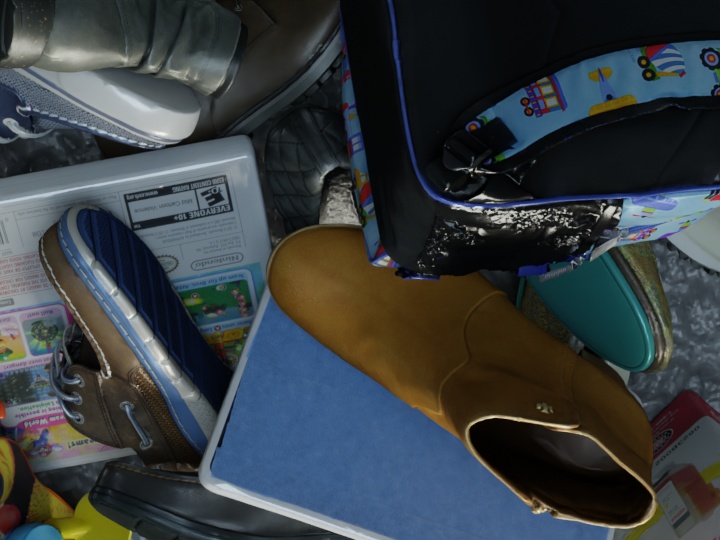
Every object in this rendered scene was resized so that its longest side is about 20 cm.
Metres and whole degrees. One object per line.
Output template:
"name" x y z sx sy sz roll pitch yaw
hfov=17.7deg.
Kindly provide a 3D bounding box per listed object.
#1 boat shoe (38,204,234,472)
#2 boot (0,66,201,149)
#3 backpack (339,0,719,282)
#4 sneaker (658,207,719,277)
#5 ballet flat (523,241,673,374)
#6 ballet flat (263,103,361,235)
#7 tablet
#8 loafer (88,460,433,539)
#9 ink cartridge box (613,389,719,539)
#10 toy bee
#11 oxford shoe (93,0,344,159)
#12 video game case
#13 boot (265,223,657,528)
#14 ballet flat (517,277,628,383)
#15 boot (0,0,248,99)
"boat shoe" -0.114 0.052 1.142 0.072 0.072 0.200 -23 129 11
"boot" -0.175 -0.085 1.138 0.200 0.073 0.090 28 110 18
"backpack" 0.100 -0.089 1.057 0.200 0.135 0.183 -5 65 -13
"sneaker" 0.156 -0.087 1.176 0.093 0.070 0.200 -40 101 13
"ballet flat" 0.096 -0.028 1.148 0.200 0.071 0.071 41 102 28
"ballet flat" 0.000 0.000 1.171 0.066 0.057 0.200 -26 131 2
"tablet" 0.032 0.082 1.125 0.200 0.130 0.014 19 146 -1
"loafer" -0.032 0.115 1.141 0.200 0.073 0.072 13 77 -6
"ink cartridge box" 0.163 0.163 1.177 0.083 0.200 0.145 43 98 -13
"toy bee" -0.179 0.124 1.178 0.131 0.200 0.109 2 71 9
"oxford shoe" -0.056 -0.117 1.154 0.200 0.073 0.084 -44 101 8
"video game case" -0.139 0.024 1.177 0.200 0.024 0.182 -11 129 -1
"boot" 0.046 0.046 1.062 0.201 0.144 0.071 25 104 -3
"ballet flat" 0.102 0.077 1.201 0.071 0.071 0.200 12 97 -7
"boot" -0.131 -0.163 1.115 0.131 0.200 0.068 5 141 -31
